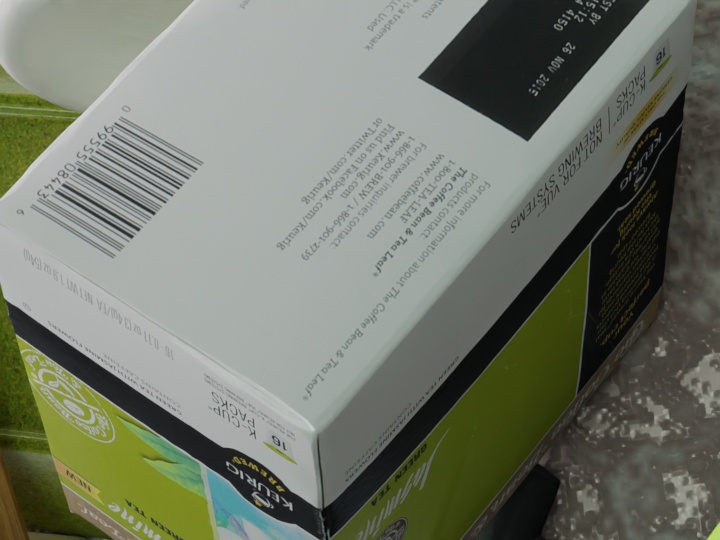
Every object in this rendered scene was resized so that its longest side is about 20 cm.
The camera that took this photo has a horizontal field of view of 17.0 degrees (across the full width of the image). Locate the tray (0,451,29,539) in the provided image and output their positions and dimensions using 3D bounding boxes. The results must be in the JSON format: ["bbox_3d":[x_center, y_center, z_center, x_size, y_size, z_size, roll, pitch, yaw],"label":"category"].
[{"bbox_3d":[-0.190,0.068,0.909,0.099,0.037,0.200,-28,63,11],"label":"tray"}]

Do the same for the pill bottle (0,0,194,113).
[{"bbox_3d":[-0.088,-0.166,0.925,0.109,0.109,0.200,-13,58,17],"label":"pill bottle"}]

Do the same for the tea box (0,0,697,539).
[{"bbox_3d":[0.000,0.000,0.803,0.134,0.197,0.200,31,63,21],"label":"tea box"}]

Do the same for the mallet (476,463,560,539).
[{"bbox_3d":[0.115,0.120,0.868,0.200,0.041,0.066,18,85,16],"label":"mallet"}]

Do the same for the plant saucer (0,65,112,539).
[{"bbox_3d":[-0.105,0.005,0.953,0.200,0.048,0.200,5,83,20],"label":"plant saucer"}]

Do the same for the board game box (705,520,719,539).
[{"bbox_3d":[0.196,0.152,0.809,0.200,0.045,0.135,36,91,13],"label":"board game box"}]

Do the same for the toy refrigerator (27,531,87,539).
[{"bbox_3d":[-0.084,0.196,0.901,0.070,0.076,0.200,-44,71,8],"label":"toy refrigerator"}]
